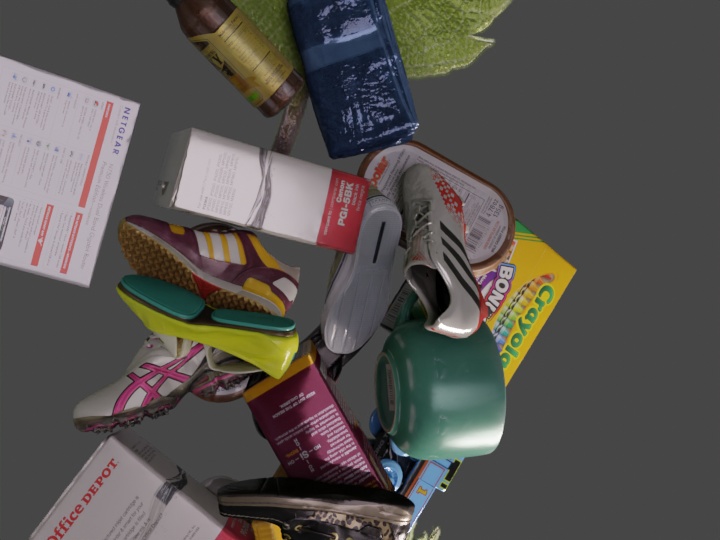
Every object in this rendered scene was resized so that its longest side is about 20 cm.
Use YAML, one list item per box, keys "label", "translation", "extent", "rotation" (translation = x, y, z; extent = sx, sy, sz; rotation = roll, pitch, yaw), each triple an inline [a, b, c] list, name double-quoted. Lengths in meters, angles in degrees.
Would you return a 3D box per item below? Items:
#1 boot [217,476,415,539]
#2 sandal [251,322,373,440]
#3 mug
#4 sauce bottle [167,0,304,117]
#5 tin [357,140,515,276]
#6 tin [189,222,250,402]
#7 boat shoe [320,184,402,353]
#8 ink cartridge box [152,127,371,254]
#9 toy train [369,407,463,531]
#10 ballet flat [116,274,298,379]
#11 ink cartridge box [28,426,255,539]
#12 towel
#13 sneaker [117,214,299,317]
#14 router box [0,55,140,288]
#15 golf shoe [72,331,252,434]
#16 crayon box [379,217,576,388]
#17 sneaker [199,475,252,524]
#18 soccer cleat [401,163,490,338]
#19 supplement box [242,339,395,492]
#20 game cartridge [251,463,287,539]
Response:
- label: "boot"
  translation: [-0.050, 0.289, 0.911]
  extent: [0.196, 0.073, 0.154]
  rotation: [6, 92, -9]
- label: "sandal"
  translation: [-0.054, 0.114, 1.078]
  extent: [0.075, 0.045, 0.200]
  rotation: [45, 81, -19]
- label: "mug"
  translation: [0.076, 0.120, 1.025]
  extent: [0.112, 0.186, 0.154]
  rotation: [-3, 127, -14]
- label: "sauce bottle"
  translation: [-0.148, -0.254, 0.987]
  extent: [0.200, 0.065, 0.065]
  rotation: [45, 82, -17]
- label: "tin"
  translation: [0.086, -0.074, 1.061]
  extent: [0.198, 0.042, 0.113]
  rotation: [29, 78, 3]
- label: "tin"
  translation: [-0.159, 0.049, 1.037]
  extent: [0.110, 0.042, 0.204]
  rotation: [-7, 99, -23]
- label: "boat shoe"
  translation: [0.000, 0.000, 1.032]
  extent: [0.071, 0.062, 0.203]
  rotation: [6, 121, -21]
- label: "ink cartridge box"
  translation: [-0.108, -0.084, 0.978]
  extent: [0.197, 0.146, 0.085]
  rotation: [14, 91, -21]
- label: "toy train"
  translation: [0.041, 0.254, 1.113]
  extent: [0.113, 0.086, 0.202]
  rotation: [33, 85, -26]
- label: "ballet flat"
  translation: [-0.159, 0.062, 0.927]
  extent: [0.196, 0.067, 0.068]
  rotation: [15, 107, 8]
- label: "ink cartridge box"
  translation: [-0.227, 0.287, 0.984]
  extent: [0.199, 0.084, 0.146]
  rotation: [39, 89, -1]
- label: "towel"
  translation: [-0.010, -0.232, 1.021]
  extent: [0.110, 0.049, 0.204]
  rotation: [-15, 91, -2]
- label: "sneaker"
  translation: [-0.160, -0.012, 0.980]
  extent: [0.198, 0.075, 0.091]
  rotation: [31, 49, -7]
- label: "router box"
  translation: [-0.340, -0.103, 0.944]
  extent: [0.177, 0.049, 0.204]
  rotation: [17, 91, -21]
- label: "golf shoe"
  translation: [-0.214, 0.107, 0.977]
  extent: [0.197, 0.073, 0.093]
  rotation: [-22, 84, -18]
- label: "crayon box"
  translation: [0.146, 0.032, 1.132]
  extent: [0.171, 0.058, 0.202]
  rotation: [35, 85, -20]
- label: "sneaker"
  translation: [-0.121, 0.321, 1.062]
  extent: [0.074, 0.082, 0.201]
  rotation: [-38, 108, -11]
- label: "soccer cleat"
  translation: [0.075, -0.025, 0.970]
  extent: [0.084, 0.068, 0.204]
  rotation: [3, 65, -43]
- label: "supplement box"
  translation: [-0.041, 0.188, 0.995]
  extent: [0.085, 0.110, 0.202]
  rotation: [-29, 94, 0]
- label: "game cartridge"
  translation: [-0.070, 0.325, 1.039]
  extent: [0.032, 0.176, 0.204]
  rotation: [-11, 100, 13]
